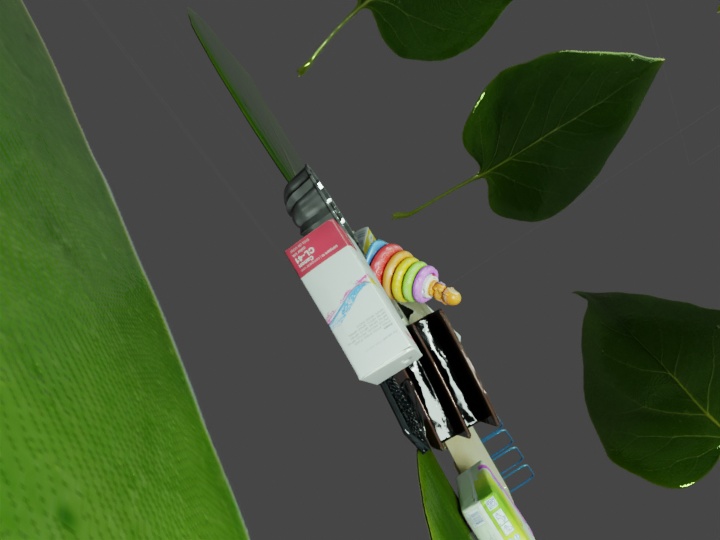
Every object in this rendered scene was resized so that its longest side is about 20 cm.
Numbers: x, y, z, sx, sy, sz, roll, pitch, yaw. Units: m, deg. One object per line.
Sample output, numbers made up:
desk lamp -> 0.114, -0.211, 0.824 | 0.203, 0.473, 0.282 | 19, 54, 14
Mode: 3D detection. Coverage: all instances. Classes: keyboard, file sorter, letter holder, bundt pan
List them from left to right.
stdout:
bundt pan -> -0.072, -0.087, 1.241 | 0.203, 0.075, 0.202 | 57, 3, -4
keyboard -> 0.060, 0.181, 1.048 | 0.104, 0.039, 0.201 | 53, 7, -47
letter holder -> 0.125, 0.177, 1.108 | 0.202, 0.100, 0.142 | 63, -9, 5
file sorter -> 0.298, 0.417, 1.604 | 0.201, 0.122, 0.139 | 60, 5, 35

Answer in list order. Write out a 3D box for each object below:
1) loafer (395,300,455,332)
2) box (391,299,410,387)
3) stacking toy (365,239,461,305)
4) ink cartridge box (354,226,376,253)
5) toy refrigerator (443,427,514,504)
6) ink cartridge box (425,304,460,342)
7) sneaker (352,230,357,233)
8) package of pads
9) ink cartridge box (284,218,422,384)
loafer -> 0.122, 0.121, 1.353 | 0.200, 0.067, 0.077 | 47, -46, 43
box -> 0.089, 0.165, 1.261 | 0.201, 0.077, 0.095 | 56, 3, -19
stacking toy -> 0.101, 0.021, 1.264 | 0.198, 0.111, 0.116 | 20, -1, 38
ink cartridge box -> 0.038, 0.042, 1.432 | 0.201, 0.047, 0.199 | 54, 24, -25
toy refrigerator -> 0.212, 0.366, 1.311 | 0.076, 0.069, 0.201 | 63, 0, -41
ink cartridge box -> 0.139, 0.163, 1.455 | 0.160, 0.047, 0.201 | 42, 33, -16
sneaker -> 0.000, 0.000, 1.506 | 0.201, 0.080, 0.083 | 57, 10, -8
package of pads -> 0.220, 0.404, 1.088 | 0.156, 0.068, 0.200 | 56, 4, 5
ink cartridge box -> -0.006, 0.047, 0.935 | 0.202, 0.085, 0.148 | 60, 4, 15
